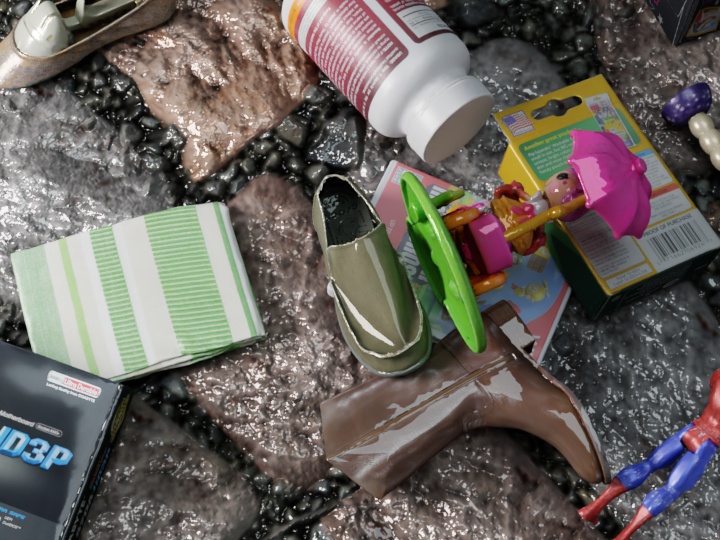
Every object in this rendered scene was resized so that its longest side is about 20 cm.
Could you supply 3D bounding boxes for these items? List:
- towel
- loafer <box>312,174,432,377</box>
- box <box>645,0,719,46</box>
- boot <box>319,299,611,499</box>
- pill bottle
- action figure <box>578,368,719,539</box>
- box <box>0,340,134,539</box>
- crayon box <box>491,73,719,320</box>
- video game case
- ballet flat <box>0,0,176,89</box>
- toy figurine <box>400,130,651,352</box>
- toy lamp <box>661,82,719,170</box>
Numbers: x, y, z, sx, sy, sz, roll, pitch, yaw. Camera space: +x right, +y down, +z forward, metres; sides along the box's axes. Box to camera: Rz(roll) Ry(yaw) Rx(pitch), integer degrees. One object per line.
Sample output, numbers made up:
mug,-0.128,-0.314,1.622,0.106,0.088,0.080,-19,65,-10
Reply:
towel,-0.196,0.025,1.111,0.198,0.023,0.154,-17,68,-6
loafer,0.000,0.000,1.067,0.075,0.070,0.201,-26,59,0
box,0.316,-0.347,1.207,0.114,0.132,0.201,-22,69,-8
boot,0.080,0.143,1.032,0.199,0.064,0.187,-30,62,-8
pill bottle,0.027,-0.198,1.155,0.113,0.113,0.200,-35,71,-14
action figure,0.278,0.152,1.032,0.200,0.099,0.065,-47,53,7
box,-0.307,0.139,1.036,0.198,0.046,0.160,19,78,8
crayon box,0.212,-0.068,1.121,0.125,0.052,0.201,-21,66,-19
video game case,0.088,-0.002,1.124,0.199,0.017,0.144,24,69,9
ballet flat,-0.272,-0.241,1.197,0.199,0.067,0.068,-30,70,-12
toy figurine,0.141,-0.041,1.010,0.183,0.200,0.151,-23,92,-4
toy lamp,0.344,-0.075,1.136,0.058,0.058,0.201,-24,67,-10
